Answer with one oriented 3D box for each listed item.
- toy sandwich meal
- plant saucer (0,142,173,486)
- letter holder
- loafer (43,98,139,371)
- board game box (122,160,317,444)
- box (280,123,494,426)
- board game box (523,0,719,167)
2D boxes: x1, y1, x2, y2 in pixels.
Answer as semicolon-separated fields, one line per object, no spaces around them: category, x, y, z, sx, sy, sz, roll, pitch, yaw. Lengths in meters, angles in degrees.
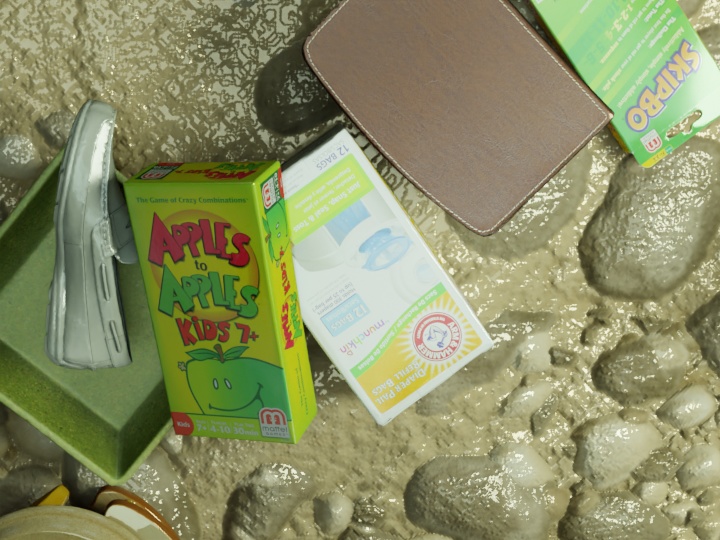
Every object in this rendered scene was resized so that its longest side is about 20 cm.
toy sandwich meal;-0.237;0.266;0.919;0.204;0.070;0.207;0;103;0
plant saucer;-0.206;0.033;0.889;0.199;0.048;0.200;39;95;-8
letter holder;0.065;-0.141;0.851;0.200;0.101;0.142;44;96;-9
loafer;-0.190;-0.024;0.826;0.069;0.070;0.201;5;106;-9
board game box;-0.098;0.024;0.809;0.101;0.048;0.201;1;114;20
box;0.000;0.000;0.868;0.112;0.101;0.201;-34;99;3
board game box;0.206;-0.187;0.887;0.095;0.030;0.200;-36;97;4
